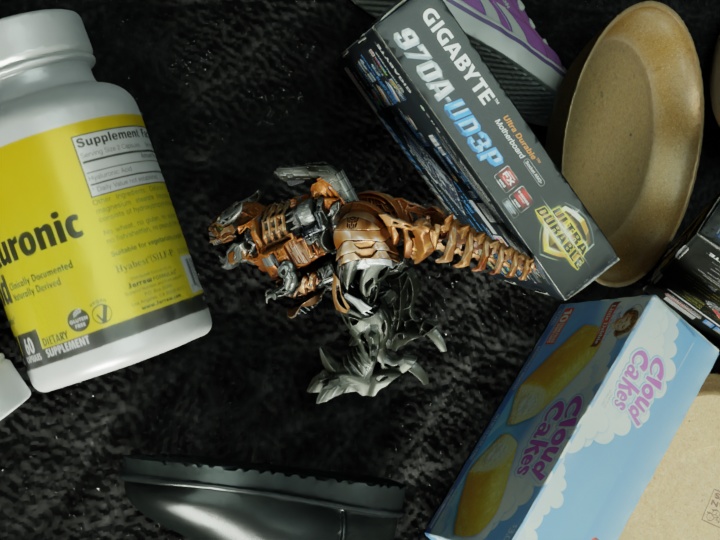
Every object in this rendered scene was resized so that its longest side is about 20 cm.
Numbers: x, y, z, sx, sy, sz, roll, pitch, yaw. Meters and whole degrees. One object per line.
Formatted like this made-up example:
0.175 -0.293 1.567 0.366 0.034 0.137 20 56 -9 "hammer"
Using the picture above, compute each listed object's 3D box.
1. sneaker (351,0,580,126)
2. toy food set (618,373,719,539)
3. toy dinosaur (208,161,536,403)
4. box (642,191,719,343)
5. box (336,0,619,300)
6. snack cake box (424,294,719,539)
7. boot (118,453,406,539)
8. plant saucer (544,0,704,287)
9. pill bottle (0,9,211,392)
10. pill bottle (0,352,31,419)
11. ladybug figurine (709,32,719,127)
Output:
0.093 -0.196 0.791 0.200 0.073 0.115 36 70 -15 "sneaker"
0.254 0.170 0.803 0.198 0.049 0.200 9 83 -2 "toy food set"
0.000 0.000 0.685 0.102 0.199 0.137 -27 118 -41 "toy dinosaur"
0.304 0.035 0.767 0.199 0.160 0.049 36 81 10 "box"
0.068 -0.078 0.717 0.046 0.159 0.200 -37 98 -4 "box"
0.140 0.117 0.752 0.067 0.115 0.201 39 72 -13 "snack cake box"
-0.062 0.202 0.688 0.197 0.073 0.164 12 83 -21 "boot"
0.185 -0.090 0.799 0.199 0.035 0.202 -17 113 -45 "plant saucer"
-0.168 -0.041 0.646 0.111 0.111 0.201 -19 91 -23 "pill bottle"
-0.269 0.009 0.599 0.111 0.111 0.201 -36 98 -21 "pill bottle"
0.343 -0.160 0.859 0.072 0.135 0.201 38 58 -38 "ladybug figurine"
